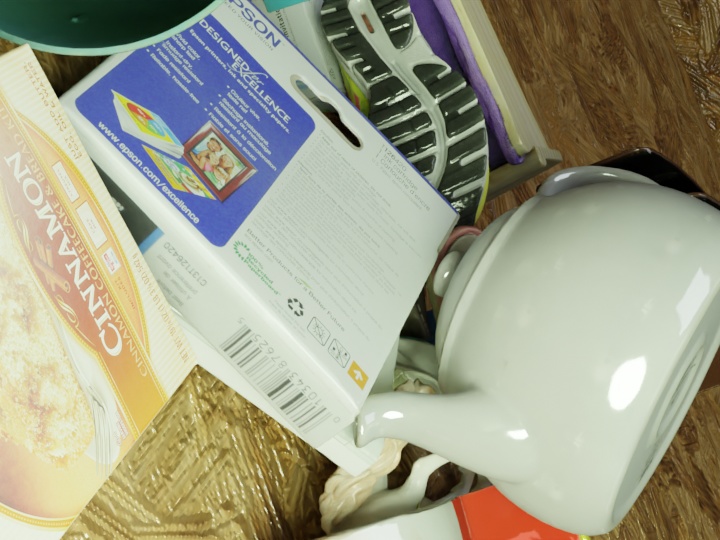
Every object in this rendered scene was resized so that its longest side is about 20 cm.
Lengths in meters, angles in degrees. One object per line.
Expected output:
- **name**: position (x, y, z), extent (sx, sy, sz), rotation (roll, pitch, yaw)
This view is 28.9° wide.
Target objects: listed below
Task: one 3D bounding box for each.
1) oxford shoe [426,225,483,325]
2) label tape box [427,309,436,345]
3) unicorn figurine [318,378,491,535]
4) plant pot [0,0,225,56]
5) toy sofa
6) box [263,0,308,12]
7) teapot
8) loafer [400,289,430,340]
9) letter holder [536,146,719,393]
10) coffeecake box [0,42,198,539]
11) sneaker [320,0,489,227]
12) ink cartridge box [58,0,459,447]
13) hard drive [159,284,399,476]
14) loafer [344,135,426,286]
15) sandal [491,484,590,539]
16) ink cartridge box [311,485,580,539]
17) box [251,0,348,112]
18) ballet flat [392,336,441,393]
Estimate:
- **oxford shoe**: position (0.076, 0.056, 0.859), extent (0.071, 0.074, 0.201), rotation (-39, 122, -24)
- **label tape box**: position (0.114, 0.039, 1.011), extent (0.200, 0.143, 0.064), rotation (-7, 77, -67)
- **unicorn figurine**: position (0.040, 0.152, 0.813), extent (0.200, 0.074, 0.138), rotation (37, 81, -32)
- **plant pot**: position (-0.111, -0.208, 0.662), extent (0.161, 0.199, 0.202), rotation (-59, 126, -76)
- **toy sofa**: position (0.060, -0.147, 0.999), extent (0.202, 0.082, 0.097), rotation (66, 23, 7)
- **box**: position (-0.034, -0.247, 0.916), extent (0.201, 0.049, 0.083), rotation (-74, 146, -58)
- **teapot**: position (0.107, 0.028, 0.742), extent (0.199, 0.145, 0.200), rotation (-63, 160, 2)
- **loafer**: position (0.000, 0.000, 0.892), extent (0.200, 0.067, 0.077), rotation (58, 24, -67)
- **letter holder**: position (0.229, -0.004, 0.937), extent (0.200, 0.141, 0.102), rotation (32, 41, -53)
- **coffeecake box**: position (-0.156, 0.024, 0.507), extent (0.155, 0.072, 0.200), rotation (64, 24, -15)
- **sneaker**: position (0.037, -0.099, 0.923), extent (0.091, 0.077, 0.202), rotation (68, 3, -60)
- **ink cartridge box**: position (-0.050, -0.041, 0.713), extent (0.198, 0.047, 0.200), rotation (45, 30, -8)
- **hard drive**: position (-0.062, 0.001, 0.719), extent (0.199, 0.026, 0.133), rotation (39, 34, -20)
- **loafer**: position (0.014, -0.049, 0.962), extent (0.200, 0.062, 0.073), rotation (38, 38, -51)
- **sandal**: position (0.101, 0.168, 0.974), extent (0.200, 0.079, 0.088), rotation (29, 41, -69)
- **ink cartridge box**: position (0.056, 0.201, 0.724), extent (0.198, 0.050, 0.164), rotation (-12, 82, -25)
- **box**: position (-0.020, -0.195, 1.039), extent (0.200, 0.041, 0.158), rotation (-12, 82, -68)
- **ballet flat**: position (0.003, 0.072, 0.825), extent (0.199, 0.069, 0.070), rotation (23, 50, -54)
